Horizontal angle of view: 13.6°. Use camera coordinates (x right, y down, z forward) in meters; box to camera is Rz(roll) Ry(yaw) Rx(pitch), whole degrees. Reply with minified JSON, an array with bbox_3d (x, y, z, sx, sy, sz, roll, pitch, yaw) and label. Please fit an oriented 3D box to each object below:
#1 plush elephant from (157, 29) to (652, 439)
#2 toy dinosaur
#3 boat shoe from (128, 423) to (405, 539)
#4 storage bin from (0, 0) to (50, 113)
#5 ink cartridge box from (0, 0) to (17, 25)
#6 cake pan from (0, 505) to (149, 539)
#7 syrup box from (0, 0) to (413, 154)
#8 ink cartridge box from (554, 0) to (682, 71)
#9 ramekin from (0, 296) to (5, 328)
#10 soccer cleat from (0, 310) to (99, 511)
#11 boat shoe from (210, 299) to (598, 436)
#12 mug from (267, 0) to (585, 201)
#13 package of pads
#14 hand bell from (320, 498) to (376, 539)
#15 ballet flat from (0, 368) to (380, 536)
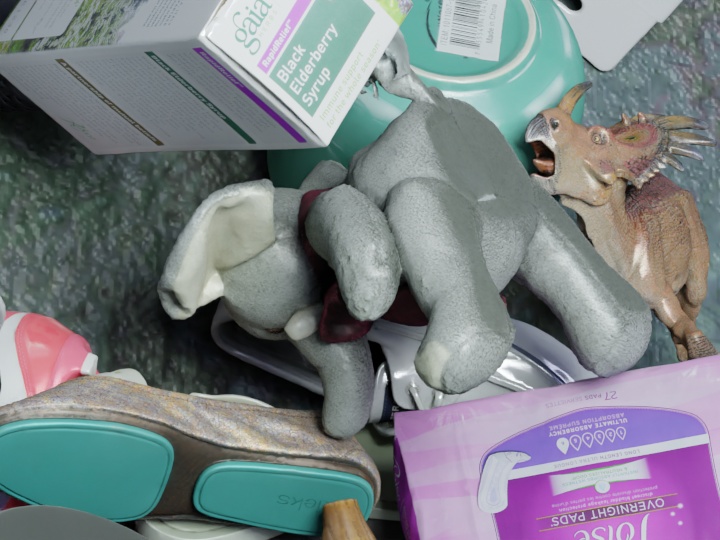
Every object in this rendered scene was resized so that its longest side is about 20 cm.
[{"bbox_3d":[0.000,0.000,1.358,0.200,0.155,0.164,58,31,11],"label":"plush elephant"},{"bbox_3d":[0.138,-0.020,1.480,0.085,0.200,0.136,-3,88,11],"label":"toy dinosaur"},{"bbox_3d":[-0.021,0.119,1.455,0.200,0.061,0.072,-8,40,-28],"label":"boat shoe"},{"bbox_3d":[-0.184,-0.183,1.420,0.135,0.094,0.200,-51,118,-23],"label":"storage bin"},{"bbox_3d":[-0.176,-0.233,1.506,0.200,0.045,0.176,-37,89,-28],"label":"ink cartridge box"},{"bbox_3d":[-0.110,0.179,1.290,0.200,0.037,0.201,30,30,-19],"label":"cake pan"},{"bbox_3d":[-0.074,-0.105,1.322,0.081,0.200,0.079,41,69,-29],"label":"syrup box"},{"bbox_3d":[0.156,-0.217,1.594,0.116,0.200,0.067,39,28,-8],"label":"ink cartridge box"},{"bbox_3d":[-0.264,0.019,1.307,0.200,0.201,0.098,-21,75,-27],"label":"ramekin"},{"bbox_3d":[-0.185,0.110,1.392,0.076,0.067,0.201,18,70,15],"label":"soccer cleat"},{"bbox_3d":[0.022,0.052,1.462,0.199,0.074,0.065,20,46,12],"label":"boat shoe"},{"bbox_3d":[0.025,-0.097,1.488,0.152,0.115,0.185,-29,62,-29],"label":"mug"},{"bbox_3d":[0.119,0.112,1.388,0.199,0.076,0.121,-10,59,-3],"label":"package of pads"},{"bbox_3d":[0.011,0.202,1.351,0.104,0.104,0.201,-6,79,-25],"label":"hand bell"},{"bbox_3d":[-0.088,0.080,1.377,0.199,0.068,0.067,13,34,-24],"label":"ballet flat"}]
